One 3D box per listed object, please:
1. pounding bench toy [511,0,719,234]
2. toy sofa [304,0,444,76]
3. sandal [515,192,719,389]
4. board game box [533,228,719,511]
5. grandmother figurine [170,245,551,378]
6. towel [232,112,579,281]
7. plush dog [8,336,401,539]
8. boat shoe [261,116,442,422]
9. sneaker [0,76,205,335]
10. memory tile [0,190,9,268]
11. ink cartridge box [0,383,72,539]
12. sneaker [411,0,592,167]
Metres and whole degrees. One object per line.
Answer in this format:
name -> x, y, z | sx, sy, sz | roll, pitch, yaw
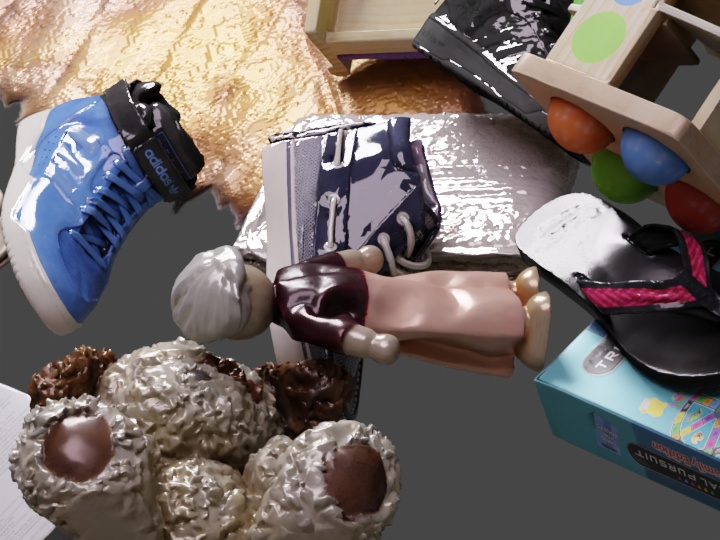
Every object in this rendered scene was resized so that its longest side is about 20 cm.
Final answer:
pounding bench toy -> 0.158, -0.120, 1.631 | 0.200, 0.124, 0.156 | 27, 79, 43
toy sofa -> 0.074, -0.167, 1.868 | 0.200, 0.098, 0.083 | 0, 68, 23
sandal -> 0.149, 0.003, 1.583 | 0.075, 0.045, 0.200 | -36, 42, -18
board game box -> 0.216, 0.058, 1.565 | 0.200, 0.047, 0.151 | 23, 56, 40
grandmother figurine -> -0.002, 0.022, 1.590 | 0.200, 0.061, 0.121 | 5, 14, -9
towel -> 0.029, -0.045, 1.772 | 0.200, 0.035, 0.133 | -1, 44, 22
plush dog -> -0.088, 0.107, 1.562 | 0.200, 0.161, 0.172 | 6, 40, -9
boat shoe -> 0.000, 0.000, 1.672 | 0.093, 0.075, 0.200 | -14, 61, 13
sneaker -> -0.152, -0.048, 1.818 | 0.111, 0.077, 0.200 | -22, 32, 13
memory tile -> -0.319, -0.010, 1.895 | 0.200, 0.017, 0.153 | -25, 40, -4
ink cartridge box -> -0.222, 0.118, 1.683 | 0.200, 0.050, 0.109 | 19, 54, 39
sneaker -> 0.103, -0.145, 1.754 | 0.200, 0.060, 0.104 | 36, 92, 38
